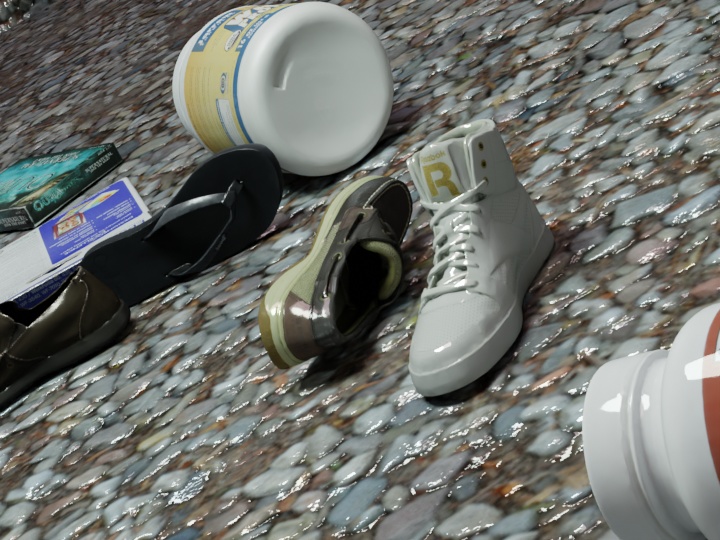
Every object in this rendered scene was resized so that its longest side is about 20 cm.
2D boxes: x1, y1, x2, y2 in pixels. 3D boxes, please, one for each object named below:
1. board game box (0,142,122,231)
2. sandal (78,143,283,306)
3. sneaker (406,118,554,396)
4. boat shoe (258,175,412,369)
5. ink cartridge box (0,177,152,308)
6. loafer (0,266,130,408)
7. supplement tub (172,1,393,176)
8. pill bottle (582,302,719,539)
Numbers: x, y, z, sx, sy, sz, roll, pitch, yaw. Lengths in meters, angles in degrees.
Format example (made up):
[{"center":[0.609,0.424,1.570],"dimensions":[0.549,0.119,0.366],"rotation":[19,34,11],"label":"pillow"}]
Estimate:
[{"center":[-0.364,-0.086,2.074],"dimensions":[0.199,0.028,0.135],"rotation":[-6,29,50],"label":"board game box"},{"center":[-0.143,-0.027,1.548],"dimensions":[0.199,0.076,0.043],"rotation":[-36,15,14],"label":"sandal"},{"center":[0.055,-0.017,1.165],"dimensions":[0.073,0.116,0.200],"rotation":[-17,24,26],"label":"sneaker"},{"center":[0.000,0.000,1.284],"dimensions":[0.064,0.074,0.200],"rotation":[-4,33,29],"label":"boat shoe"},{"center":[-0.275,-0.003,1.714],"dimensions":[0.196,0.047,0.200],"rotation":[-30,20,-5],"label":"ink cartridge box"},{"center":[-0.284,0.059,1.522],"dimensions":[0.199,0.072,0.073],"rotation":[-30,19,-3],"label":"loafer"},{"center":[-0.074,-0.160,1.663],"dimensions":[0.144,0.146,0.199],"rotation":[-36,20,-20],"label":"supplement tub"},{"center":[0.195,0.059,0.771],"dimensions":[0.199,0.113,0.112],"rotation":[-16,23,35],"label":"pill bottle"}]
